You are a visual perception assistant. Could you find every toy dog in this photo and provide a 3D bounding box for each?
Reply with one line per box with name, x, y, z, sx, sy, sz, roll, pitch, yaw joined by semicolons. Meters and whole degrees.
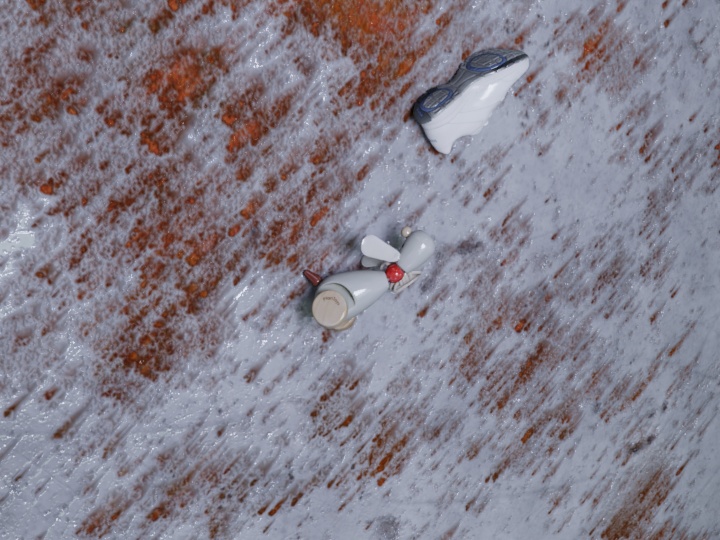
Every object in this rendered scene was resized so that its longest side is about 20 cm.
toy dog;0.000;0.000;1.133;0.198;0.132;0.097;-34;78;-22

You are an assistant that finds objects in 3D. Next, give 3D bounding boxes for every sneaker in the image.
sneaker;0.165;-0.250;1.180;0.198;0.074;0.088;-36;130;-9
